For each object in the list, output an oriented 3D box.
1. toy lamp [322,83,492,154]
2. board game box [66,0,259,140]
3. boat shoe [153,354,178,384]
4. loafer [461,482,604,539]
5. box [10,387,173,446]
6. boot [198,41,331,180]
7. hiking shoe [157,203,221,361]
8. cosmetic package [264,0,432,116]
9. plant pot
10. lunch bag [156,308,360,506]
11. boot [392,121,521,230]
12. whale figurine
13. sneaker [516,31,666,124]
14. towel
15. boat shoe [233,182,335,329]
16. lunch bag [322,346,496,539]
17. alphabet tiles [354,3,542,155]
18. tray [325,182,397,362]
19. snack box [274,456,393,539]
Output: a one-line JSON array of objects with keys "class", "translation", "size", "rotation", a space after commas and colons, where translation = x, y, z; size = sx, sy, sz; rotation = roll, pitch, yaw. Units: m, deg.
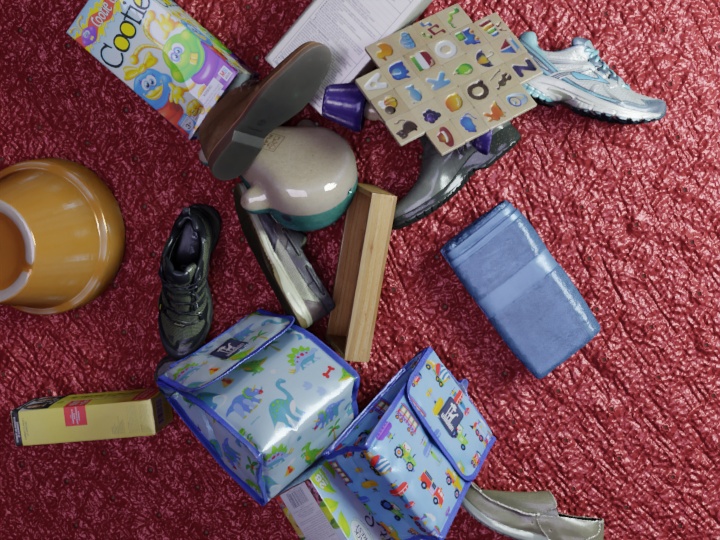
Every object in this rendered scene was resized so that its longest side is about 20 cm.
[{"class": "toy lamp", "translation": [0.055, -0.179, 1.264], "size": [0.197, 0.058, 0.059], "rotation": [10, 99, 2]}, {"class": "board game box", "translation": [-0.240, -0.265, 1.344], "size": [0.199, 0.103, 0.105], "rotation": [40, 102, 3]}, {"class": "boat shoe", "translation": [-0.175, 0.154, 1.403], "size": [0.197, 0.073, 0.076], "rotation": [15, 100, 8]}, {"class": "loafer", "translation": [0.214, 0.302, 1.362], "size": [0.197, 0.075, 0.071], "rotation": [23, 89, 2]}, {"class": "box", "translation": [-0.352, 0.192, 1.440], "size": [0.197, 0.075, 0.051], "rotation": [-5, 96, 12]}, {"class": "boot", "translation": [-0.117, -0.200, 1.259], "size": [0.200, 0.073, 0.076], "rotation": [-43, 57, 19]}, {"class": "hiking shoe", "translation": [-0.229, 0.016, 1.377], "size": [0.074, 0.101, 0.204], "rotation": [7, 94, 11]}, {"class": "cosmetic package", "translation": [-0.010, -0.294, 1.315], "size": [0.104, 0.073, 0.200], "rotation": [44, 102, 1]}, {"class": "plant pot", "translation": [-0.420, -0.036, 1.365], "size": [0.197, 0.183, 0.204], "rotation": [1, 98, 9]}, {"class": "lunch bag", "translation": [-0.122, 0.145, 1.314], "size": [0.199, 0.169, 0.129], "rotation": [36, 145, 31]}, {"class": "boot", "translation": [0.086, -0.153, 1.328], "size": [0.199, 0.068, 0.131], "rotation": [-39, 85, 5]}, {"class": "whale figurine", "translation": [-0.098, -0.117, 1.340], "size": [0.197, 0.160, 0.105], "rotation": [19, 144, 19]}, {"class": "sneaker", "translation": [0.264, -0.226, 1.275], "size": [0.197, 0.078, 0.088], "rotation": [17, 97, 7]}, {"class": "towel", "translation": [0.196, 0.023, 1.334], "size": [0.111, 0.049, 0.201], "rotation": [-36, 89, 13]}, {"class": "boat shoe", "translation": [-0.096, -0.025, 1.373], "size": [0.065, 0.072, 0.203], "rotation": [-24, 79, -16]}, {"class": "lunch bag", "translation": [0.076, 0.205, 1.324], "size": [0.151, 0.200, 0.094], "rotation": [51, 142, -12]}, {"class": "alphabet tiles", "translation": [0.101, -0.220, 1.245], "size": [0.198, 0.006, 0.167], "rotation": [-28, 68, -16]}, {"class": "tray", "translation": [0.000, 0.000, 1.338], "size": [0.036, 0.099, 0.203], "rotation": [6, 100, -17]}, {"class": "snack box", "translation": [0.004, 0.313, 1.340], "size": [0.067, 0.168, 0.201], "rotation": [-33, 90, 29]}]
